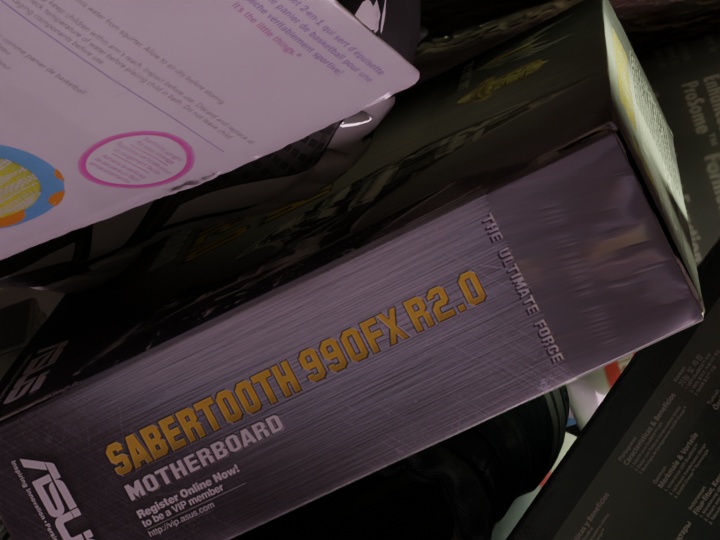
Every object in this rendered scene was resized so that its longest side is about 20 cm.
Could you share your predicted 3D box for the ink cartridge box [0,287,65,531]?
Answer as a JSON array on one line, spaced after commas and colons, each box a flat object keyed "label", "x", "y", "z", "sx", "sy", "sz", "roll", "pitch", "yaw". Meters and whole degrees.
[{"label": "ink cartridge box", "x": -0.123, "y": 0.053, "z": 0.896, "sx": 0.199, "sy": 0.085, "sz": 0.146, "roll": -15, "pitch": 168, "yaw": 6}]

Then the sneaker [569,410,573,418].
[{"label": "sneaker", "x": 0.057, "y": 0.003, "z": 0.917, "sx": 0.200, "sy": 0.089, "sz": 0.080, "roll": -32, "pitch": -158, "yaw": -30}]

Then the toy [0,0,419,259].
[{"label": "toy", "x": -0.103, "y": -0.041, "z": 0.546, "sx": 0.199, "sy": 0.047, "sz": 0.115, "roll": -24, "pitch": 147, "yaw": 25}]

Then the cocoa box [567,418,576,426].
[{"label": "cocoa box", "x": 0.055, "y": 0.070, "z": 1.082, "sx": 0.199, "sy": 0.132, "sz": 0.133, "roll": -11, "pitch": 168, "yaw": -20}]

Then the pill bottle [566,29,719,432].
[{"label": "pill bottle", "x": 0.148, "y": -0.024, "z": 0.810, "sx": 0.199, "sy": 0.117, "sz": 0.116, "roll": -17, "pitch": 168, "yaw": 6}]

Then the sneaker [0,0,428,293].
[{"label": "sneaker", "x": -0.064, "y": -0.035, "z": 0.608, "sx": 0.090, "sy": 0.067, "sz": 0.200, "roll": -9, "pitch": 169, "yaw": -37}]

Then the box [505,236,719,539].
[{"label": "box", "x": 0.042, "y": 0.094, "z": 0.662, "sx": 0.200, "sy": 0.046, "sz": 0.159, "roll": -53, "pitch": 173, "yaw": -22}]

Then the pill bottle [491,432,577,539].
[{"label": "pill bottle", "x": 0.012, "y": 0.145, "z": 0.786, "sx": 0.108, "sy": 0.201, "sz": 0.109, "roll": 10, "pitch": 163, "yaw": 3}]

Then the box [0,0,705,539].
[{"label": "box", "x": 0.000, "y": 0.000, "z": 0.669, "sx": 0.158, "sy": 0.049, "sz": 0.200, "roll": -26, "pitch": -170, "yaw": 11}]

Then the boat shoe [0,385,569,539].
[{"label": "boat shoe", "x": -0.042, "y": 0.077, "z": 0.712, "sx": 0.200, "sy": 0.071, "sz": 0.091, "roll": -31, "pitch": -173, "yaw": 25}]

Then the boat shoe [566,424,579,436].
[{"label": "boat shoe", "x": 0.106, "y": 0.077, "z": 0.922, "sx": 0.074, "sy": 0.065, "sz": 0.202, "roll": -17, "pitch": -178, "yaw": -7}]
